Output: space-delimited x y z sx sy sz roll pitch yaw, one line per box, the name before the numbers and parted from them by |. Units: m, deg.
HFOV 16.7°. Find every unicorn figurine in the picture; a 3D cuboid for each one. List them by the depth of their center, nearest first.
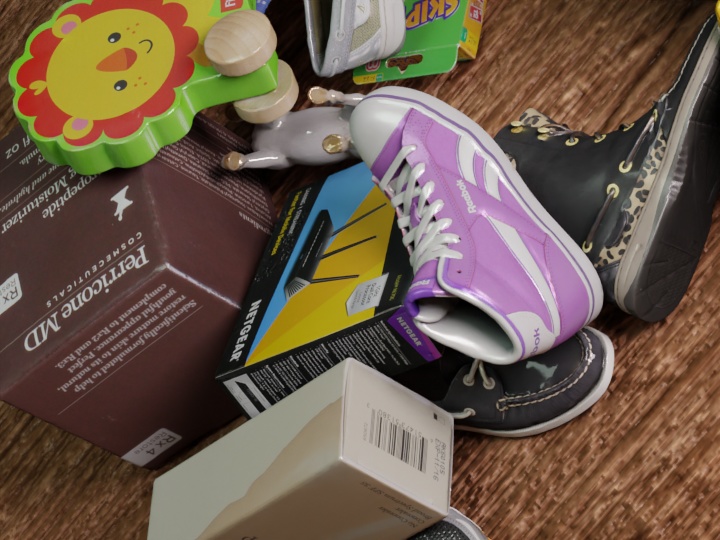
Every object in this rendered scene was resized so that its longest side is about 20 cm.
unicorn figurine | -0.040 -0.099 1.704 0.199 0.137 0.074 14 98 24

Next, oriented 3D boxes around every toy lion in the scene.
toy lion | -0.143 -0.157 1.653 0.191 0.069 0.201 -12 51 11

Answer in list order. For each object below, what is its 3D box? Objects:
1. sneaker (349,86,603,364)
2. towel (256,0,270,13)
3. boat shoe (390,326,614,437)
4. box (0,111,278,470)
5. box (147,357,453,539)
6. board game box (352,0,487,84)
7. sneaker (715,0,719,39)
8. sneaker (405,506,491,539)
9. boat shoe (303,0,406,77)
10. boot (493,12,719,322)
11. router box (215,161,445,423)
sneaker | 0.047 -0.027 1.478 0.200 0.114 0.073 44 134 17
towel | -0.106 -0.211 1.765 0.144 0.024 0.201 -5 48 35
boat shoe | 0.066 0.061 1.553 0.199 0.060 0.074 -4 66 40
box | -0.159 -0.004 1.710 0.166 0.164 0.201 -36 49 21
box | -0.041 0.143 1.550 0.200 0.095 0.078 -35 38 39
board game box | 0.053 -0.223 1.738 0.095 0.030 0.201 -4 63 40
sneaker | 0.246 -0.084 1.425 0.078 0.082 0.201 -35 47 29
sneaker | 0.048 0.230 1.470 0.078 0.077 0.201 -26 51 31
boat shoe | -0.022 -0.232 1.660 0.065 0.203 0.074 -24 26 -27
boot | 0.161 -0.078 1.537 0.150 0.073 0.201 17 87 43
router box | 0.000 0.000 1.592 0.149 0.051 0.200 -22 30 29
